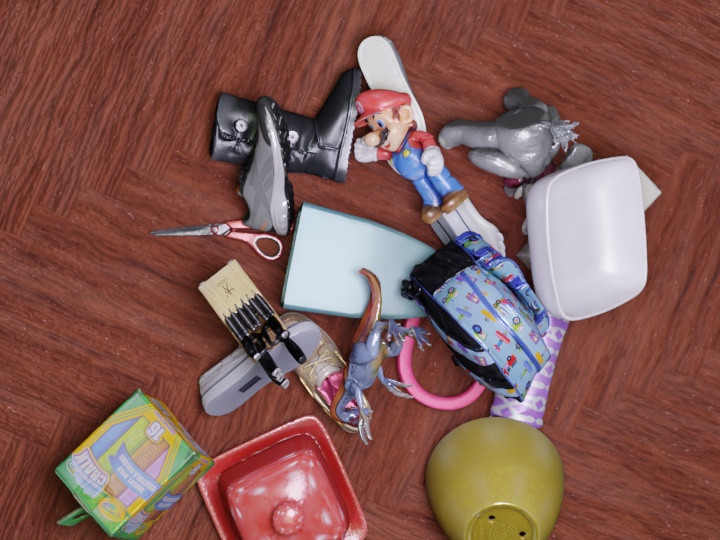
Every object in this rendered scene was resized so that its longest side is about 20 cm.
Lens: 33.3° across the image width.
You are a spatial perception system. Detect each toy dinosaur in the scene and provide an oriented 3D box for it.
[{"bbox_3d":[0.011,0.126,1.607,0.104,0.181,0.202,-3,64,-48],"label":"toy dinosaur"}]

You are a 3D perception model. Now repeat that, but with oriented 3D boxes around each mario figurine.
[{"bbox_3d":[0.052,-0.153,1.636,0.123,0.106,0.201,-34,95,22],"label":"mario figurine"}]

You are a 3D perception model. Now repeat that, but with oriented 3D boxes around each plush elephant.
[{"bbox_3d":[0.238,-0.148,1.692,0.164,0.199,0.156,-33,124,-28],"label":"plush elephant"}]

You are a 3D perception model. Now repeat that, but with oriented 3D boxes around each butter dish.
[{"bbox_3d":[-0.102,0.327,1.644,0.197,0.148,0.202,-24,93,-8],"label":"butter dish"}]

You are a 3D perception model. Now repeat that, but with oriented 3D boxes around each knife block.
[{"bbox_3d":[-0.138,0.077,1.603,0.064,0.200,0.176,-36,86,-6],"label":"knife block"}]

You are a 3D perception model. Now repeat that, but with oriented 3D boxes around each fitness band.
[{"bbox_3d":[0.129,0.099,1.733,0.142,0.037,0.203,15,87,-5],"label":"fitness band"}]

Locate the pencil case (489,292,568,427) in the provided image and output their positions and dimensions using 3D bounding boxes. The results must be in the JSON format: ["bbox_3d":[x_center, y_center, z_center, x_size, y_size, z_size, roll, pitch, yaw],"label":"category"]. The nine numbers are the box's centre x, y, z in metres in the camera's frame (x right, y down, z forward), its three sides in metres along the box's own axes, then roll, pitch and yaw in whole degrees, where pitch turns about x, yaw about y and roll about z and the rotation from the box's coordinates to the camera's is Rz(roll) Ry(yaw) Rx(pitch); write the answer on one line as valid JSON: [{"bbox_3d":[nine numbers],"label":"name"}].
[{"bbox_3d":[0.248,0.130,1.726,0.085,0.083,0.203,16,90,-42],"label":"pencil case"}]

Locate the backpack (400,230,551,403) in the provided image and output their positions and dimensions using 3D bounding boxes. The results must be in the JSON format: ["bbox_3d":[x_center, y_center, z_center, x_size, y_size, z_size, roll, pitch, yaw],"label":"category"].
[{"bbox_3d":[0.168,0.065,1.541,0.134,0.200,0.183,-40,119,-3],"label":"backpack"}]

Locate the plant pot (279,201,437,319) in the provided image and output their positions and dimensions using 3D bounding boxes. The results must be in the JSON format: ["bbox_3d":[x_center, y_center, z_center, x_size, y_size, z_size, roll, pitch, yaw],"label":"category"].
[{"bbox_3d":[0.000,0.000,1.658,0.197,0.141,0.143,12,88,-6],"label":"plant pot"}]

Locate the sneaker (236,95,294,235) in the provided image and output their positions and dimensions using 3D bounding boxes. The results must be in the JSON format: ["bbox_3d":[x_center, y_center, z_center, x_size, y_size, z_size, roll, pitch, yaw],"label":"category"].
[{"bbox_3d":[-0.133,-0.138,1.637,0.078,0.074,0.202,2,119,4],"label":"sneaker"}]

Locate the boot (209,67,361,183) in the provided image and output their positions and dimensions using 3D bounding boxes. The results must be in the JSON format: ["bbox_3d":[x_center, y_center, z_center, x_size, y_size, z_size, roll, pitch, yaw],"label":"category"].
[{"bbox_3d":[-0.105,-0.219,1.691,0.197,0.066,0.167,10,87,-3],"label":"boot"}]

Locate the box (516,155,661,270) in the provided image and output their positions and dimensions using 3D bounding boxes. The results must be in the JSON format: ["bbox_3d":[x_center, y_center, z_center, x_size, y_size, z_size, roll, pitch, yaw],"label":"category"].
[{"bbox_3d":[0.326,-0.067,1.729,0.078,0.095,0.200,44,86,-7],"label":"box"}]

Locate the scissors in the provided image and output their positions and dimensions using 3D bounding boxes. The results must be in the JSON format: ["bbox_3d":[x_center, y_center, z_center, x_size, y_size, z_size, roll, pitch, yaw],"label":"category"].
[{"bbox_3d":[-0.193,-0.064,1.701,0.197,0.014,0.074,12,90,-6],"label":"scissors"}]

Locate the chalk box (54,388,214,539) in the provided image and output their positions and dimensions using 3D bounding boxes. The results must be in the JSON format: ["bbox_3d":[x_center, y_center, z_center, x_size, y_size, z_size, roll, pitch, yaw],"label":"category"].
[{"bbox_3d":[-0.316,0.279,1.613,0.200,0.125,0.124,-45,76,-5],"label":"chalk box"}]

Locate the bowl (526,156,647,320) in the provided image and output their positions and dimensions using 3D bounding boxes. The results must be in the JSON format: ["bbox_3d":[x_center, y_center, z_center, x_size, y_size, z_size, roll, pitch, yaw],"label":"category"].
[{"bbox_3d":[0.293,-0.045,1.609,0.198,0.074,0.203,-17,104,-39],"label":"bowl"}]

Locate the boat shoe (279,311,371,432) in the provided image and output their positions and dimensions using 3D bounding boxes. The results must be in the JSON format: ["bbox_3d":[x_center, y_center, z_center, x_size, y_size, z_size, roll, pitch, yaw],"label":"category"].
[{"bbox_3d":[-0.048,0.143,1.690,0.074,0.069,0.201,-39,95,-6],"label":"boat shoe"}]

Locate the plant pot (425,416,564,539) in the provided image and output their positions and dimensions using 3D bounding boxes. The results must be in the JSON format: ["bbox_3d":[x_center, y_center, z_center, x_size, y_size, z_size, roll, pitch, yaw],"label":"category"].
[{"bbox_3d":[0.188,0.325,1.651,0.197,0.142,0.203,1,112,2],"label":"plant pot"}]

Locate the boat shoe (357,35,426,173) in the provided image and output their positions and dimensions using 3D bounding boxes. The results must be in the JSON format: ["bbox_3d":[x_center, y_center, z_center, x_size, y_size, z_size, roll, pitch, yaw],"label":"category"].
[{"bbox_3d":[0.051,-0.234,1.704,0.072,0.062,0.202,-17,98,15],"label":"boat shoe"}]

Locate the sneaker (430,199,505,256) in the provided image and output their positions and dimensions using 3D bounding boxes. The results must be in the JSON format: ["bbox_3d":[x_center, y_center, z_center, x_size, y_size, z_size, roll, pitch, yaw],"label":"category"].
[{"bbox_3d":[0.177,-0.026,1.705,0.070,0.073,0.201,-30,82,-23],"label":"sneaker"}]

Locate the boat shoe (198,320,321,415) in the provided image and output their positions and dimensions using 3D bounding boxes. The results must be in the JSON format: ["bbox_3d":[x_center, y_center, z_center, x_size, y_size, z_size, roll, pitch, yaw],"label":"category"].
[{"bbox_3d":[-0.145,0.119,1.656,0.199,0.074,0.066,-34,53,10],"label":"boat shoe"}]
